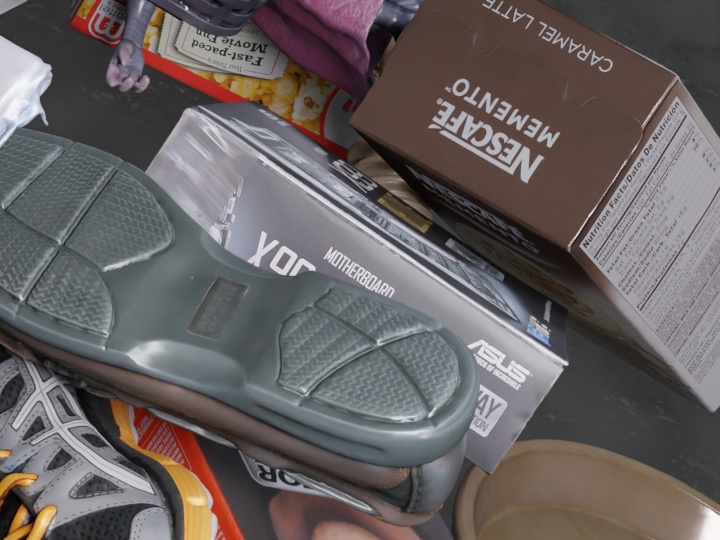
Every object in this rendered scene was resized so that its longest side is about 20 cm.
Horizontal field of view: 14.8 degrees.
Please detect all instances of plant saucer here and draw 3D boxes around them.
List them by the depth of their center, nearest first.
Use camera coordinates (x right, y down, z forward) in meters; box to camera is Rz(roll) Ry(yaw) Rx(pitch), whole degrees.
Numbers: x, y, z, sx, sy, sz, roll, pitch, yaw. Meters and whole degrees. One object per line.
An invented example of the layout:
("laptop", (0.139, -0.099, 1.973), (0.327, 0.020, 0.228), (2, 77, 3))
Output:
("plant saucer", (0.115, 0.139, 1.016), (0.200, 0.030, 0.200), (26, 27, -14))

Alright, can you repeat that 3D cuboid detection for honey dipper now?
("honey dipper", (0.013, -0.098, 1.197), (0.038, 0.038, 0.201), (18, 58, -30))

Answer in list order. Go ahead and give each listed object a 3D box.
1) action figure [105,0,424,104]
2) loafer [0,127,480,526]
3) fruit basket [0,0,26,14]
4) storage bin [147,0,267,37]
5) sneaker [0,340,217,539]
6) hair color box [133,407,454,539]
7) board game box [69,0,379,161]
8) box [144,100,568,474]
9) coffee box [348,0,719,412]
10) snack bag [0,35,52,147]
("action figure", (-0.052, -0.149, 1.118), (0.200, 0.134, 0.149), (32, 66, 2))
("loafer", (-0.059, 0.022, 0.840), (0.199, 0.063, 0.072), (25, 50, 18))
("fruit basket", (-0.232, -0.129, 1.041), (0.185, 0.094, 0.200), (37, 41, 7))
("storage bin", (-0.095, -0.190, 0.963), (0.200, 0.094, 0.135), (29, 33, -25))
("sneaker", (-0.103, 0.069, 0.840), (0.077, 0.078, 0.200), (17, 20, -30))
("hair color box", (-0.011, 0.115, 0.874), (0.101, 0.061, 0.200), (14, 32, -38))
("board game box", (-0.033, -0.119, 1.270), (0.199, 0.046, 0.152), (26, 27, -17))
("box", (0.000, 0.000, 1.031), (0.157, 0.050, 0.200), (35, 6, 2))
("coffee box", (0.091, -0.030, 1.110), (0.114, 0.080, 0.200), (31, -6, 31))
("snack bag", (-0.218, -0.037, 0.784), (0.200, 0.189, 0.021), (34, -16, 12))
